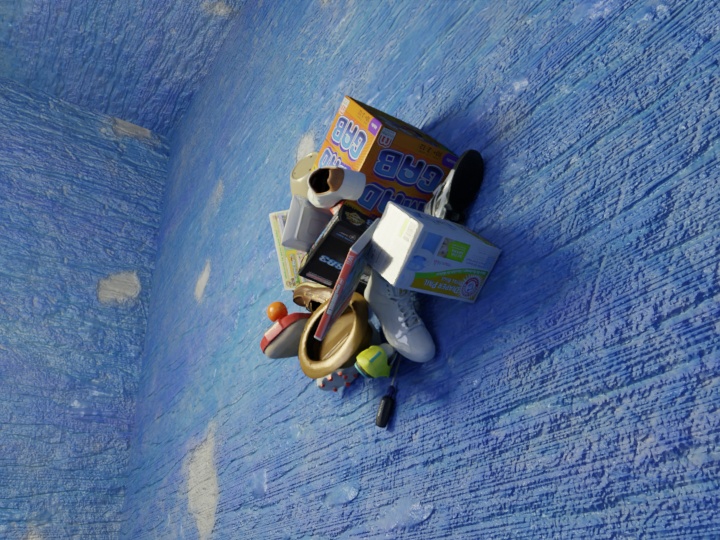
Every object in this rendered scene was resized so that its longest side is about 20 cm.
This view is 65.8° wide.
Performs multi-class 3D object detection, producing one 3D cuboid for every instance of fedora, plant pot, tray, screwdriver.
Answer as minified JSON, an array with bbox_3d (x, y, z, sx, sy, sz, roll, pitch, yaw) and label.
[{"bbox_3d":[-0.040,0.140,1.137,0.200,0.082,0.201,-30,43,33],"label":"fedora"},{"bbox_3d":[-0.095,-0.213,1.371,0.200,0.134,0.201,-27,39,24],"label":"plant pot"},{"bbox_3d":[-0.069,-0.081,1.167,0.022,0.200,0.108,11,87,49],"label":"tray"},{"bbox_3d":[0.067,0.212,1.098,0.029,0.028,0.201,152,135,-87],"label":"screwdriver"}]

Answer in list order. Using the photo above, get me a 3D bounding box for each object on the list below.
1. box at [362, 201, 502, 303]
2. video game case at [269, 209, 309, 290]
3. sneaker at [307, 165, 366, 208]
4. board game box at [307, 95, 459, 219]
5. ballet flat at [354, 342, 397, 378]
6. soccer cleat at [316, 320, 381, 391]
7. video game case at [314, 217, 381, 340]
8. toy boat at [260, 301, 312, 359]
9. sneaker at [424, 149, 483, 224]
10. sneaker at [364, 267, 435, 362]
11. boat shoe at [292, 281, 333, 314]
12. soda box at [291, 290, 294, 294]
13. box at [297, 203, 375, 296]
[{"bbox_3d":[0.124,-0.027,0.943,0.101,0.199,0.113,43,114,47],"label":"box"},{"bbox_3d":[-0.140,-0.051,1.353,0.182,0.022,0.201,-3,101,43],"label":"video game case"},{"bbox_3d":[-0.070,-0.164,1.040,0.200,0.084,0.073,-2,77,62],"label":"sneaker"},{"bbox_3d":[0.041,-0.210,1.156,0.200,0.199,0.200,-62,34,20],"label":"board game box"},{"bbox_3d":[0.038,0.169,1.064,0.067,0.200,0.067,42,90,12],"label":"ballet flat"},{"bbox_3d":[-0.026,0.191,1.217,0.200,0.069,0.078,-46,36,26],"label":"soccer cleat"},{"bbox_3d":[-0.019,0.015,0.992,0.143,0.017,0.200,-51,-13,-57],"label":"video game case"},{"bbox_3d":[-0.176,0.130,1.340,0.130,0.200,0.131,-43,73,11],"label":"toy boat"},{"bbox_3d":[0.163,-0.137,1.056,0.088,0.074,0.201,33,104,55],"label":"sneaker"},{"bbox_3d":[0.075,0.068,1.033,0.200,0.073,0.116,51,150,29],"label":"sneaker"},{"bbox_3d":[-0.104,0.069,1.298,0.200,0.072,0.068,-9,52,52],"label":"boat shoe"},{"bbox_3d":[-0.110,-0.022,1.433,0.201,0.071,0.063,-64,32,15],"label":"soda box"},{"bbox_3d":[0.003,-0.019,1.113,0.199,0.199,0.050,-47,25,45],"label":"box"}]
